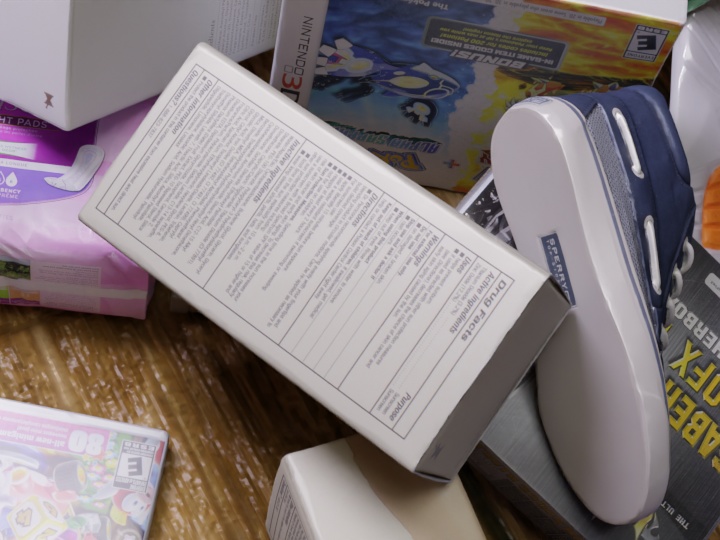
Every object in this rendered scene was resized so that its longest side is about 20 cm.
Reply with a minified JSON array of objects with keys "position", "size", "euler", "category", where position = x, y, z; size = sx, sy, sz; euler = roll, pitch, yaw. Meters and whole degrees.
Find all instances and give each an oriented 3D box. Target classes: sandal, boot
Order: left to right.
[{"position":[0.129,0.012,0.704],"size":[0.090,0.073,0.201],"euler":[-14,95,-36],"category":"boot"},{"position":[0.193,-0.064,0.870],"size":[0.079,0.059,0.208],"euler":[20,66,-25],"category":"sandal"}]

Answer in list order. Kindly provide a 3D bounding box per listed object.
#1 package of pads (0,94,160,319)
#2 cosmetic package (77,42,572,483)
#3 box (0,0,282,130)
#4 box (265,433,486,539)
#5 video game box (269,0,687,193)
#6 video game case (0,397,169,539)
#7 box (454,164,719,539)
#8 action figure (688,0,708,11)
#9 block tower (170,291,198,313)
[{"position":[-0.201,-0.047,0.784],"size":[0.199,0.076,0.121],"euler":[5,59,-7],"category":"package of pads"},{"position":[-0.017,-0.004,0.674],"size":[0.200,0.073,0.104],"euler":[36,90,20],"category":"cosmetic package"},{"position":[-0.128,-0.166,0.799],"size":[0.124,0.098,0.200],"euler":[26,35,25],"category":"box"},{"position":[0.027,0.179,0.681],"size":[0.077,0.095,0.201],"euler":[-15,65,-18],"category":"box"},{"position":[0.051,-0.109,0.801],"size":[0.199,0.182,0.047],"euler":[10,62,-3],"category":"video game box"},{"position":[-0.180,0.155,0.703],"size":[0.142,0.018,0.201],"euler":[12,59,-3],"category":"video game case"},{"position":[0.114,0.042,0.753],"size":[0.200,0.048,0.158],"euler":[44,71,-4],"category":"box"},{"position":[0.189,-0.193,0.856],"size":[0.199,0.055,0.118],"euler":[-32,68,-2],"category":"action figure"},{"position":[0.000,0.000,0.802],"size":[0.199,0.058,0.054],"euler":[7,59,-5],"category":"block tower"}]
